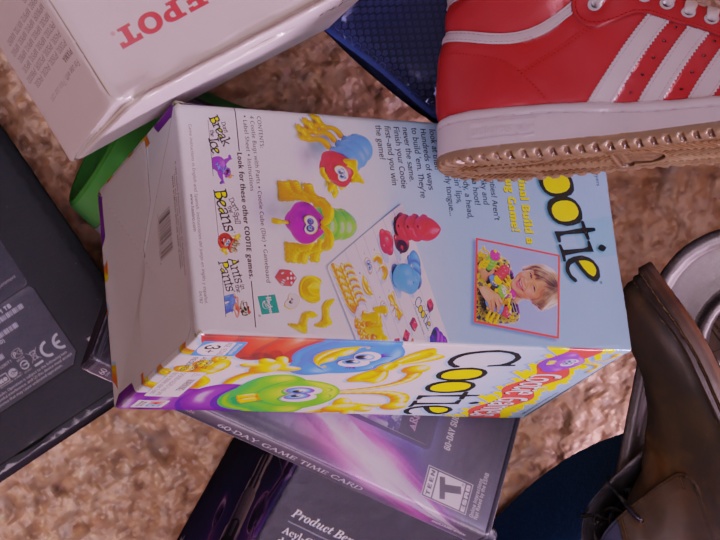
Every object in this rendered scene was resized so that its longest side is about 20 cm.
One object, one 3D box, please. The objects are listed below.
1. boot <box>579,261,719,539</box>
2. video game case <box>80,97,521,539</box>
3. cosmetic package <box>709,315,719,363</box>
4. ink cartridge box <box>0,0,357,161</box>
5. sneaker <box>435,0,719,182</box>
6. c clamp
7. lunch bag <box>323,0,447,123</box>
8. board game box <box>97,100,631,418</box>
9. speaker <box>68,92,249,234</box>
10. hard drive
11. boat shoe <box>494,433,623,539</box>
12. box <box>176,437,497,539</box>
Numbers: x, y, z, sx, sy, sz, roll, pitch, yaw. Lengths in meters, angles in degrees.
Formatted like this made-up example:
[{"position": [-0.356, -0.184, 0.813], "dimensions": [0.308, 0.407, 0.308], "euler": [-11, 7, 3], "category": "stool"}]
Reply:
[{"position": [0.132, 0.101, 1.165], "dimensions": [0.097, 0.075, 0.200], "euler": [-22, 102, 3], "category": "boot"}, {"position": [-0.014, 0.021, 1.183], "dimensions": [0.200, 0.019, 0.143], "euler": [26, 61, -16], "category": "video game case"}, {"position": [0.261, 0.023, 1.273], "dimensions": [0.200, 0.105, 0.071], "euler": [-22, 107, 2], "category": "cosmetic package"}, {"position": [-0.104, -0.167, 1.082], "dimensions": [0.145, 0.083, 0.200], "euler": [-30, 86, -25], "category": "ink cartridge box"}, {"position": [0.128, -0.101, 1.074], "dimensions": [0.200, 0.071, 0.113], "euler": [-4, 78, 10], "category": "sneaker"}, {"position": [0.207, 0.061, 1.203], "dimensions": [0.171, 0.027, 0.200], "euler": [14, 102, -8], "category": "c clamp"}, {"position": [0.075, -0.162, 1.193], "dimensions": [0.136, 0.132, 0.200], "euler": [42, 97, 3], "category": "lunch bag"}, {"position": [0.000, 0.000, 1.126], "dimensions": [0.200, 0.103, 0.105], "euler": [3, 69, -24], "category": "board game box"}, {"position": [-0.035, -0.016, 1.247], "dimensions": [0.200, 0.088, 0.089], "euler": [29, 101, -13], "category": "speaker"}, {"position": [-0.204, 0.002, 1.210], "dimensions": [0.140, 0.033, 0.200], "euler": [-34, 85, -10], "category": "hard drive"}, {"position": [0.095, 0.158, 1.326], "dimensions": [0.069, 0.084, 0.200], "euler": [39, 115, -22], "category": "boat shoe"}, {"position": [-0.033, 0.161, 1.267], "dimensions": [0.104, 0.148, 0.200], "euler": [26, 101, -13], "category": "box"}]
